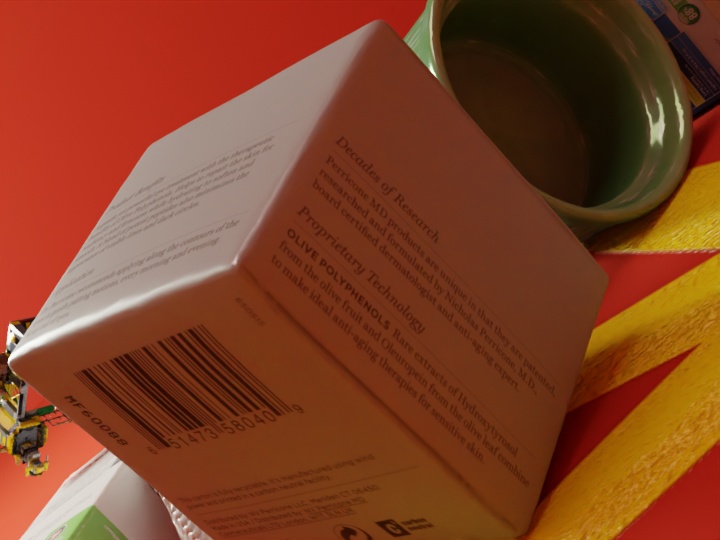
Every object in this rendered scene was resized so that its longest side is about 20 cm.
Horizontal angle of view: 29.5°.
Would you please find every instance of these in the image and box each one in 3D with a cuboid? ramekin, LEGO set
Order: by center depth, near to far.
[{"bbox_3d":[0.108,-0.104,0.889,0.200,0.200,0.098,-50,6,-37],"label":"ramekin"},{"bbox_3d":[-0.209,0.103,1.151,0.199,0.116,0.155,-3,-60,-45],"label":"LEGO set"}]

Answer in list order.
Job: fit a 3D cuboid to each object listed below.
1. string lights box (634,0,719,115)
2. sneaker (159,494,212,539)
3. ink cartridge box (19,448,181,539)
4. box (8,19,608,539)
[{"bbox_3d":[0.182,-0.139,0.993,0.200,0.103,0.059,-35,12,38],"label":"string lights box"},{"bbox_3d":[-0.082,0.129,0.954,0.129,0.080,0.199,-27,22,-12],"label":"sneaker"},{"bbox_3d":[-0.203,0.212,1.063,0.145,0.084,0.200,-37,10,27],"label":"ink cartridge box"},{"bbox_3d":[-0.022,0.025,0.694,0.198,0.200,0.172,-21,34,44],"label":"box"}]
